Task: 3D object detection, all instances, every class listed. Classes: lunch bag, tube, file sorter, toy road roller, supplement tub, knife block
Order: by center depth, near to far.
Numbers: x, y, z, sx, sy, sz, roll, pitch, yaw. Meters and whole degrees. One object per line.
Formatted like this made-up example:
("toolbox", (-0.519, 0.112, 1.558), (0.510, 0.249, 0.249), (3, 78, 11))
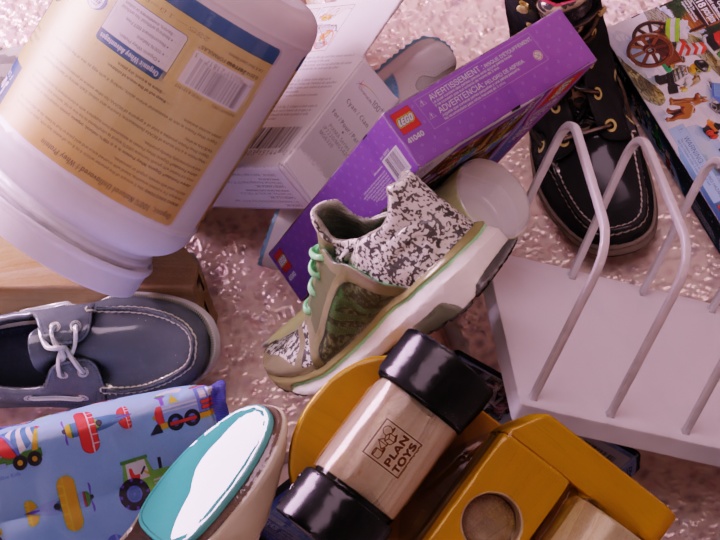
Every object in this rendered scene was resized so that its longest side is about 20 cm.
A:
("toy road roller", (0.054, 0.127, 1.230), (0.200, 0.146, 0.123), (37, 83, -1))
("file sorter", (0.186, 0.014, 1.294), (0.199, 0.125, 0.139), (13, 34, -16))
("lunch bag", (-0.155, 0.116, 1.342), (0.150, 0.200, 0.095), (-14, 95, -12))
("tube", (0.022, 0.004, 1.353), (0.058, 0.200, 0.052), (41, 47, -6))
("supplement tub", (-0.132, -0.100, 1.373), (0.144, 0.144, 0.201), (39, 101, 30))
("knife block", (-0.213, 0.010, 1.478), (0.175, 0.064, 0.200), (-38, 58, -14))

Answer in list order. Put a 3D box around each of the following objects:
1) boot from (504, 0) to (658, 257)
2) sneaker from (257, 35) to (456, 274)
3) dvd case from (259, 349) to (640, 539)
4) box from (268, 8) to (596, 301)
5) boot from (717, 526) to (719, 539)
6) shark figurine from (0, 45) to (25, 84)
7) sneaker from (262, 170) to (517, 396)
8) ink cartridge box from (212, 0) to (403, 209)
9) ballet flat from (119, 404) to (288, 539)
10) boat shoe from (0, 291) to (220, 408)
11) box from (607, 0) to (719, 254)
("boot", (0.132, -0.123, 1.447), (0.073, 0.151, 0.201), (-12, 55, 2))
("sneaker", (0.014, -0.063, 1.485), (0.080, 0.077, 0.201), (30, 64, 6))
("dvd case", (0.046, 0.129, 1.335), (0.142, 0.018, 0.200), (29, 48, 32))
("box", (0.037, -0.063, 1.336), (0.136, 0.200, 0.039), (-32, 83, -30))
("boot", (0.258, 0.177, 1.262), (0.072, 0.199, 0.156), (37, 106, 60))
("shark figurine", (-0.219, -0.099, 1.468), (0.213, 0.128, 0.090), (-11, 80, -11))
("sneaker", (0.000, 0.000, 1.277), (0.089, 0.200, 0.077), (51, 47, -6))
("ink cartridge box", (-0.050, -0.118, 1.485), (0.199, 0.045, 0.177), (4, 52, 52))
("ballet flat", (-0.100, 0.157, 1.228), (0.200, 0.069, 0.069), (-45, 59, -3))
("boat shoe", (-0.183, 0.055, 1.420), (0.199, 0.062, 0.073), (-4, 95, 21))
("box", (0.255, -0.099, 1.476), (0.136, 0.038, 0.201), (-23, 56, -5))
